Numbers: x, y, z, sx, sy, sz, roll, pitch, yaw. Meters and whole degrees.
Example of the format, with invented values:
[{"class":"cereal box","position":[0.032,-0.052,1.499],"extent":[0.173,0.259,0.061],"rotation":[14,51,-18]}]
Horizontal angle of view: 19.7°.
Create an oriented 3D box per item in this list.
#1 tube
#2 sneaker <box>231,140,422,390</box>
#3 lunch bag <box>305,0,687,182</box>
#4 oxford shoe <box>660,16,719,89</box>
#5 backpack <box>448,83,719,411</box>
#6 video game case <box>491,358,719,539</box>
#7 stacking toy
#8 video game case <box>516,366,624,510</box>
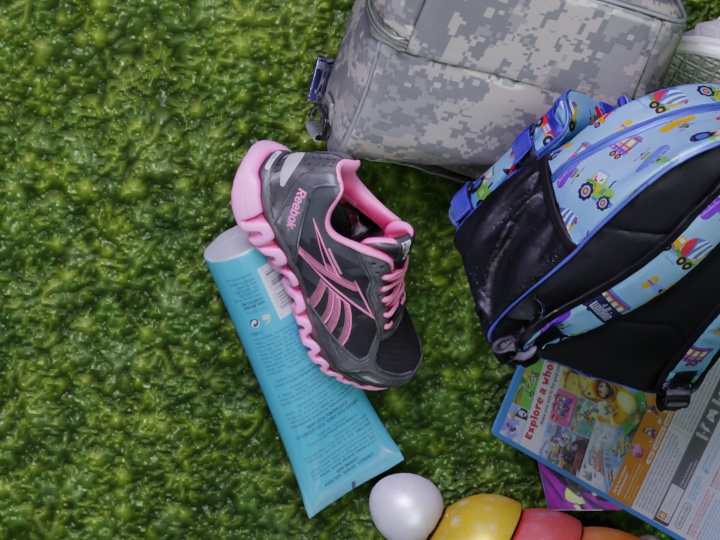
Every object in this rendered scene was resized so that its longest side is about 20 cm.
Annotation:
[{"class":"tube","position":[-0.040,0.064,1.362],"extent":[0.077,0.050,0.201],"rotation":[-29,112,-11]},{"class":"sneaker","position":[0.000,0.000,1.307],"extent":[0.095,0.079,0.201],"rotation":[-6,132,33]},{"class":"lunch bag","position":[0.081,-0.128,1.287],"extent":[0.198,0.140,0.169],"rotation":[13,116,-13]},{"class":"oxford shoe","position":[0.256,-0.139,1.329],"extent":[0.199,0.058,0.075],"rotation":[-5,141,32]},{"class":"backpack","position":[0.173,-0.033,1.202],"extent":[0.182,0.135,0.200],"rotation":[17,131,-38]},{"class":"video game case","position":[0.195,0.097,1.345],"extent":[0.199,0.018,0.144],"rotation":[29,124,14]},{"class":"stacking toy","position":[0.095,0.198,1.400],"extent":[0.199,0.146,0.147],"rotation":[33,96,-3]},{"class":"video game case","position":[0.190,0.064,1.365],"extent":[0.180,0.036,0.202],"rotation":[-3,111,30]}]
